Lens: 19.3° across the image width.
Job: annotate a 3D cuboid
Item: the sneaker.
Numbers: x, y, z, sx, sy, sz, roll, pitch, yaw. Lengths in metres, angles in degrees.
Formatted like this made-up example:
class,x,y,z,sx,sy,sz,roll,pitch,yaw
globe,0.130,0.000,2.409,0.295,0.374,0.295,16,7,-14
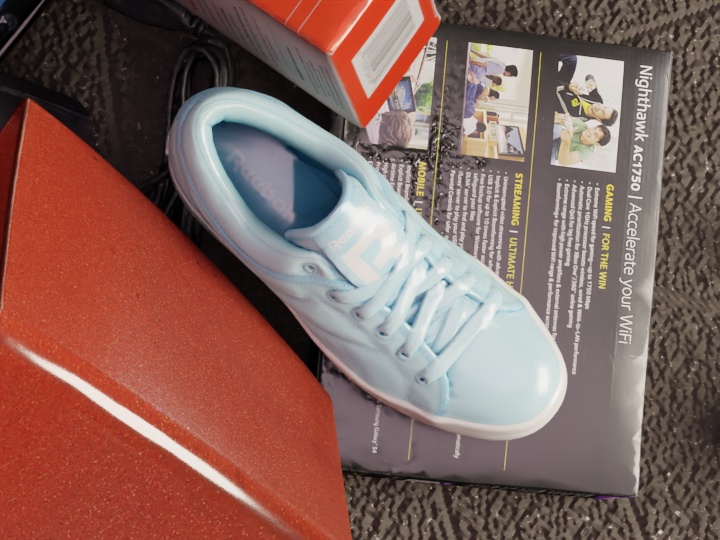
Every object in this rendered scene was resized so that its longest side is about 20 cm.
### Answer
class,x,y,z,sx,sy,sz,roll,pitch,yaw
sneaker,0.000,0.000,0.859,0.199,0.082,0.074,35,86,1

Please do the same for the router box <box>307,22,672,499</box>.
class,x,y,z,sx,sy,sz,roll,pitch,yaw
router box,0.055,-0.005,0.941,0.148,0.051,0.202,7,84,-6

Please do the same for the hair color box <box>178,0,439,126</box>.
class,x,y,z,sx,sy,sz,roll,pitch,yaw
hair color box,-0.067,-0.150,0.878,0.199,0.102,0.061,35,84,14

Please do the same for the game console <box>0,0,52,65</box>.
class,x,y,z,sx,sy,sz,roll,pitch,yaw
game console,-0.204,-0.154,0.788,0.200,0.119,0.172,-51,138,-2

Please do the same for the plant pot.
class,x,y,z,sx,sy,sz,roll,pitch,yaw
plant pot,-0.113,0.088,0.832,0.175,0.200,0.201,30,111,-19

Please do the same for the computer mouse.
class,x,y,z,sx,sy,sz,roll,pitch,yaw
computer mouse,-0.151,-0.076,0.925,0.198,0.046,0.142,20,86,-5
